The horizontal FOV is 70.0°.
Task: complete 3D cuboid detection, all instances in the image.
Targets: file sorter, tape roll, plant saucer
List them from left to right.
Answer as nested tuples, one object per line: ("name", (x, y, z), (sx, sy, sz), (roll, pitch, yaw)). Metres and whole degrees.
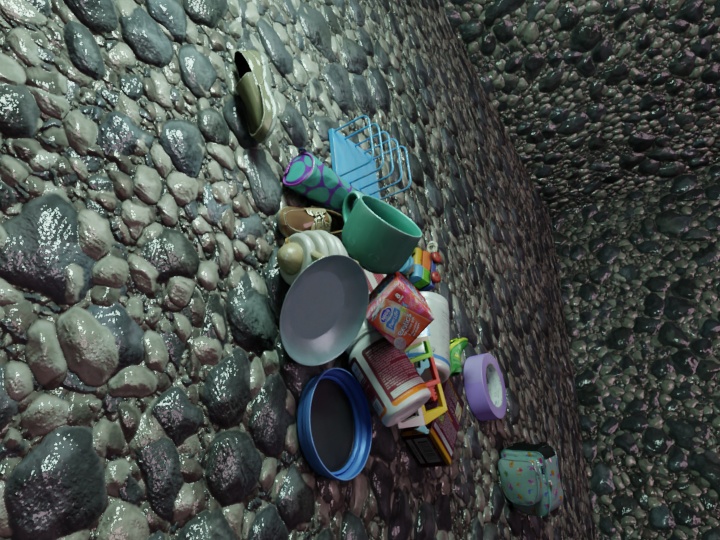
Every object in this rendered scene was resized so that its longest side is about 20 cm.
("plant saucer", (-0.068, 0.066, 0.907), (0.198, 0.038, 0.206), (-19, 119, -37))
("file sorter", (0.028, -0.282, 1.313), (0.198, 0.121, 0.142), (19, 58, -53))
("tape roll", (0.400, 0.372, 1.643), (0.199, 0.065, 0.204), (32, 49, -47))

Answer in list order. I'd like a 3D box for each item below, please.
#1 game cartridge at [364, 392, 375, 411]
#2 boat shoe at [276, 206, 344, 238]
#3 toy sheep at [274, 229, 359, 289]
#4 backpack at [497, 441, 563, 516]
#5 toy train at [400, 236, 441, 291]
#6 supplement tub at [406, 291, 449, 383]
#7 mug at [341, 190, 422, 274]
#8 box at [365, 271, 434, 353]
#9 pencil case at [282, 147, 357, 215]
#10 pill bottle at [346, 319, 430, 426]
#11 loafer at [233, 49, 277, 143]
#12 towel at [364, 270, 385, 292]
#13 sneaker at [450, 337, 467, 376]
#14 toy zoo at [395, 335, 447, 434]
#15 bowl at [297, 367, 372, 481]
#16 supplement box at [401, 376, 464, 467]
("game cartridge", (0.046, 0.217, 1.173), (0.132, 0.040, 0.205), (27, 53, -55))
("boat shoe", (-0.095, -0.103, 1.067), (0.199, 0.071, 0.078), (-5, 79, -59))
("toy sheep", (-0.081, -0.012, 0.988), (0.198, 0.136, 0.141), (15, 62, -48))
("backpack", (0.535, 0.662, 1.615), (0.151, 0.174, 0.205), (-12, 85, -42))
("toy train", (0.166, -0.046, 1.470), (0.115, 0.084, 0.203), (33, 47, -29))
("supplement tub", (0.159, 0.172, 1.287), (0.132, 0.130, 0.204), (41, 42, -40))
("mug", (0.033, -0.072, 1.069), (0.150, 0.116, 0.186), (24, 21, -21))
("box", (0.076, 0.074, 1.044), (0.099, 0.096, 0.200), (42, 8, -5))
("pencil case", (-0.078, -0.178, 1.121), (0.199, 0.091, 0.087), (31, 82, -50))
("pill bottle", (0.045, 0.199, 1.048), (0.113, 0.114, 0.202), (8, 43, -56))
("loafer", (-0.215, -0.344, 1.009), (0.069, 0.075, 0.204), (5, 66, -45))
("towel", (0.000, 0.000, 1.222), (0.146, 0.022, 0.200), (64, 30, -11))
("sneaker", (0.252, 0.255, 1.459), (0.199, 0.073, 0.085), (-35, 102, -49))
("toy zoo", (0.119, 0.262, 1.146), (0.129, 0.020, 0.205), (-13, 85, -23))
("bowl", (-0.047, 0.291, 0.978), (0.200, 0.039, 0.205), (33, 49, -47))
("supplement box", (0.183, 0.365, 1.271), (0.112, 0.084, 0.201), (59, 33, -20))
